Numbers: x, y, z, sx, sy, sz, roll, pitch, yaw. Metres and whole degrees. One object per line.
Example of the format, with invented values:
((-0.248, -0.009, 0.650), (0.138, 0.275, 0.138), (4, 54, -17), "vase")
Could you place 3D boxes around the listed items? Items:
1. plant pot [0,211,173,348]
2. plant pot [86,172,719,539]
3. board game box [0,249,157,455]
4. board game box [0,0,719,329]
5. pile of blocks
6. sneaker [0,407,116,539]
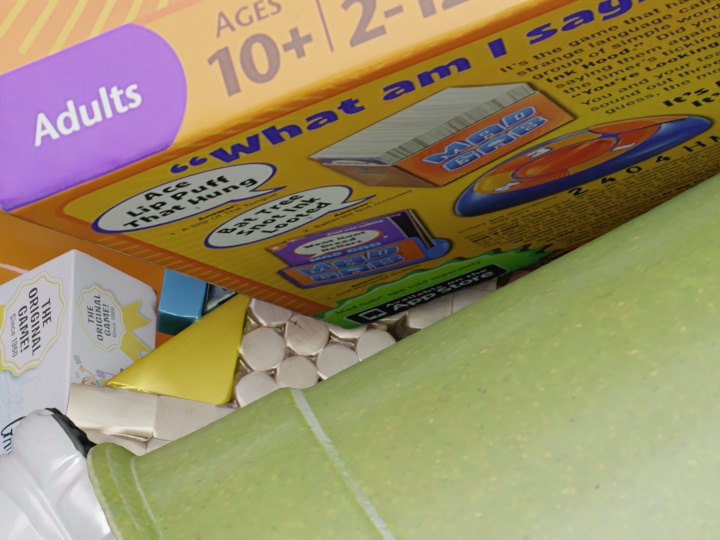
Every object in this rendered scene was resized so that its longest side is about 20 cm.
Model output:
((-0.097, -0.084, 0.879), (0.199, 0.200, 0.184), (-10, 44, 35), "plant pot")
((0.072, 0.067, 0.662), (0.190, 0.200, 0.200), (-36, 46, -1), "plant pot")
((-0.115, 0.109, 0.797), (0.134, 0.034, 0.201), (-24, 53, 35), "board game box")
((0.024, -0.123, 0.653), (0.199, 0.200, 0.201), (-20, 76, 16), "board game box")
((0.000, 0.000, 0.788), (0.199, 0.062, 0.082), (-28, 80, -12), "pile of blocks")
((-0.044, 0.133, 0.698), (0.080, 0.074, 0.200), (-37, 77, -4), "sneaker")
